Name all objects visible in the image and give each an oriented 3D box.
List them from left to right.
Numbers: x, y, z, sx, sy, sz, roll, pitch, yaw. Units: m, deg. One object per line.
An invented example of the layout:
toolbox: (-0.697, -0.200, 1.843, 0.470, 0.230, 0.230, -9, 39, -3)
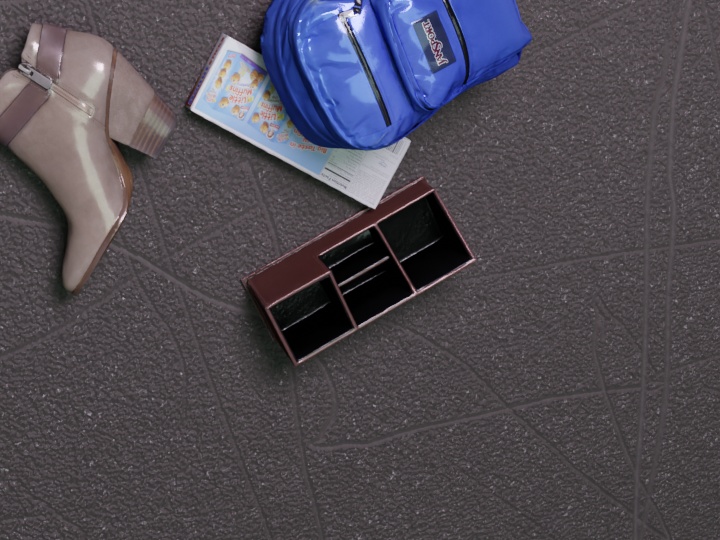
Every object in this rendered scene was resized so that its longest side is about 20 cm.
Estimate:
boot: (-0.250, -0.098, 1.049, 0.145, 0.070, 0.202, 28, 96, -19)
snack box: (-0.053, -0.130, 1.124, 0.198, 0.024, 0.073, 27, 97, -25)
desk organizer: (0.000, 0.000, 1.157, 0.198, 0.077, 0.072, -30, 115, -8)
backpack: (0.024, -0.198, 1.046, 0.199, 0.167, 0.164, -32, 107, -17)
